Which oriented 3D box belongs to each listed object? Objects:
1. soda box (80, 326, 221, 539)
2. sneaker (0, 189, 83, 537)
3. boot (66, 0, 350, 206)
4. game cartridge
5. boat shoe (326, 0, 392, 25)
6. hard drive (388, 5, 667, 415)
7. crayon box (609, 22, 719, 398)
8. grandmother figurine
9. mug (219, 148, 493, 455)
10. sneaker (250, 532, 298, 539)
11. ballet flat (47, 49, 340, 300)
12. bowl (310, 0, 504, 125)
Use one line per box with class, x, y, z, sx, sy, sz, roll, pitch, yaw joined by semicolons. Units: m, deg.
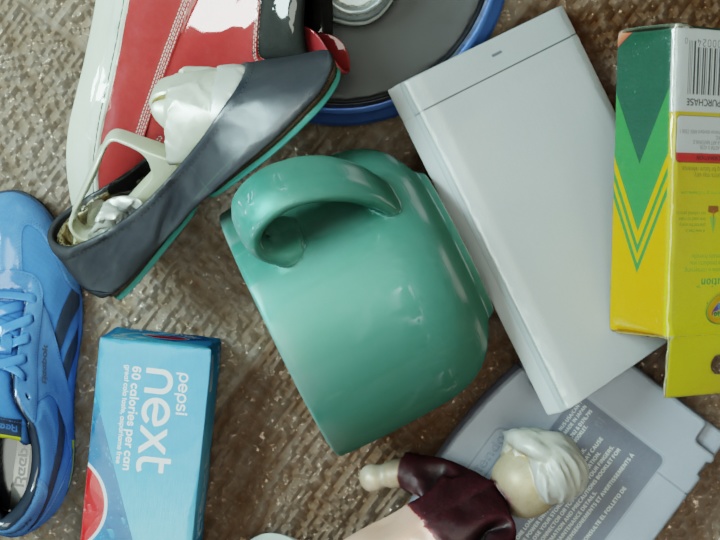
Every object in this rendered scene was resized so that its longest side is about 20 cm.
soda box;-0.126;0.139;0.999;0.067;0.064;0.202;6;93;0
sneaker;-0.200;0.054;0.989;0.065;0.078;0.202;-1;92;3
boot;-0.083;-0.089;0.951;0.143;0.072;0.202;18;111;14
game cartridge;0.106;0.138;1.009;0.133;0.042;0.201;37;94;3
boat shoe;0.006;-0.235;0.927;0.074;0.065;0.204;14;103;0
hard drive;0.111;-0.037;0.968;0.131;0.027;0.201;-28;94;-34
crayon box;0.204;-0.033;0.960;0.126;0.051;0.202;0;93;-33
grandmother figurine;0.039;0.150;0.954;0.199;0.061;0.122;-30;58;-9
mug;0.005;0.009;0.928;0.114;0.185;0.153;-27;88;-1
sneaker;0.007;0.240;1.005;0.200;0.105;0.076;38;88;28
ballet flat;-0.098;-0.060;0.902;0.200;0.073;0.073;-41;92;27
bowl;-0.010;-0.186;0.988;0.198;0.039;0.203;0;94;1
